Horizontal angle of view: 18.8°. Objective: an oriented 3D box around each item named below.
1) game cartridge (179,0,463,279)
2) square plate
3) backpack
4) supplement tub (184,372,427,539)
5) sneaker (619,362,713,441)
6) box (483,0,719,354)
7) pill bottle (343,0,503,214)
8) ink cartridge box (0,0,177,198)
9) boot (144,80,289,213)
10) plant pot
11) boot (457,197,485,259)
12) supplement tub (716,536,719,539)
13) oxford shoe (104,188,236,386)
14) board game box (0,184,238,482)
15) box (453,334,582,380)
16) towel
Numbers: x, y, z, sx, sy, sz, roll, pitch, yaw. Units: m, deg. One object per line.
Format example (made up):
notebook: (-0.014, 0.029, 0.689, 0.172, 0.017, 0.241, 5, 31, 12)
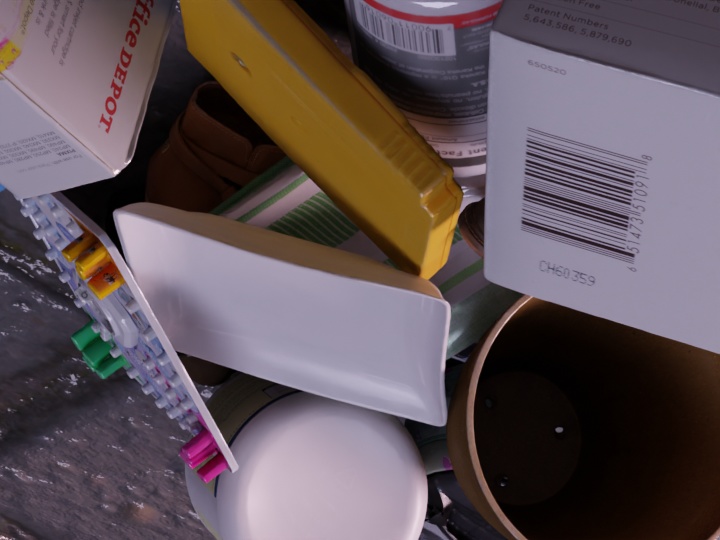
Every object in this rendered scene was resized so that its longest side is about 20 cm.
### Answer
game cartridge: (-0.023, -0.088, 1.180, 0.200, 0.032, 0.176, 45, 170, 8)
square plate: (-0.040, 0.023, 1.294, 0.199, 0.029, 0.198, 15, 156, 8)
backpack: (0.117, 0.155, 1.568, 0.199, 0.127, 0.167, 28, 139, -25)
supplement tub: (-0.044, 0.142, 1.519, 0.144, 0.146, 0.200, 21, 180, -15)
sneaker: (0.225, 0.049, 1.429, 0.074, 0.081, 0.200, -8, 156, -25)
box: (0.171, -0.071, 1.048, 0.199, 0.131, 0.199, 17, 148, 14)
pill bottle: (0.051, -0.123, 1.166, 0.113, 0.114, 0.200, 5, 148, 10)
ink cartridge box: (-0.201, -0.154, 1.168, 0.082, 0.146, 0.200, -12, 141, 34)
boot: (-0.036, -0.039, 1.369, 0.199, 0.074, 0.155, 12, 142, -12)
plant pot: (0.129, 0.103, 1.383, 0.185, 0.187, 0.200, 18, 168, -10)
boot: (0.156, -0.038, 1.192, 0.199, 0.075, 0.097, 5, 137, -25)
supplement tub: (0.327, 0.152, 1.491, 0.132, 0.133, 0.200, 32, 142, -29)
oxford shoe: (-0.135, 0.034, 1.500, 0.072, 0.085, 0.200, -3, 147, 19)
board game box: (-0.168, 0.024, 1.393, 0.200, 0.026, 0.201, 36, 157, 52)
box: (0.111, 0.005, 1.420, 0.110, 0.035, 0.200, 21, 147, -15)
towel: (0.000, 0.000, 1.356, 0.152, 0.023, 0.200, -35, 127, 27)
